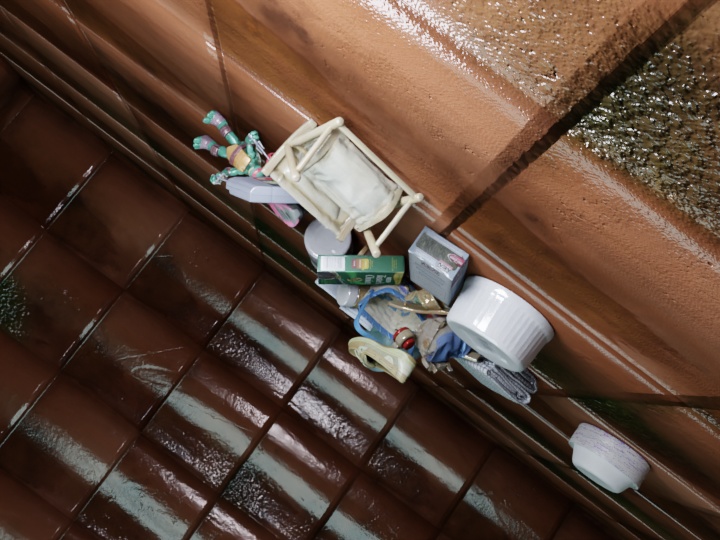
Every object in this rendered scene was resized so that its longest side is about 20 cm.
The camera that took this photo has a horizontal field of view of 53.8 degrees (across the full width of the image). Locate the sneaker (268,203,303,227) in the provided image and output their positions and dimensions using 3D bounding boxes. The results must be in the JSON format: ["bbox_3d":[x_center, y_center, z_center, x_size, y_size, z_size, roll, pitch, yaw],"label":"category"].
[{"bbox_3d":[-0.154,-0.161,1.593,0.079,0.095,0.200,60,172,-25],"label":"sneaker"}]

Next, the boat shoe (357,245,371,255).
[{"bbox_3d":[0.012,-0.006,1.791,0.070,0.071,0.200,38,170,0],"label":"boat shoe"}]

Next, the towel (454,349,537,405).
[{"bbox_3d":[0.332,0.240,1.780,0.200,0.086,0.165,41,171,-31],"label":"towel"}]

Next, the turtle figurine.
[{"bbox_3d":[-0.272,-0.249,1.542,0.200,0.150,0.101,42,-170,18],"label":"turtle figurine"}]

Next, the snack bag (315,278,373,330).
[{"bbox_3d":[-0.016,0.049,1.902,0.199,0.189,0.021,38,128,-1],"label":"snack bag"}]

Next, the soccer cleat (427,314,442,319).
[{"bbox_3d":[0.164,0.115,1.878,0.074,0.068,0.200,64,168,-12],"label":"soccer cleat"}]

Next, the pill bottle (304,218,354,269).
[{"bbox_3d":[-0.073,-0.053,1.749,0.114,0.114,0.200,35,170,10],"label":"pill bottle"}]

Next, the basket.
[{"bbox_3d":[0.074,0.112,1.733,0.176,0.201,0.139,40,139,-21],"label":"basket"}]

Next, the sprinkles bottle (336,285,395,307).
[{"bbox_3d":[0.037,0.073,1.846,0.199,0.069,0.068,12,-176,-31],"label":"sprinkles bottle"}]

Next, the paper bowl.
[{"bbox_3d":[0.630,0.492,1.829,0.200,0.105,0.201,35,171,6],"label":"paper bowl"}]

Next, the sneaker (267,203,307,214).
[{"bbox_3d":[-0.207,-0.181,1.762,0.199,0.074,0.081,31,171,40],"label":"sneaker"}]

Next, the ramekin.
[{"bbox_3d":[0.263,0.108,1.374,0.200,0.098,0.201,36,170,7],"label":"ramekin"}]

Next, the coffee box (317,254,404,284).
[{"bbox_3d":[0.000,0.000,1.634,0.198,0.044,0.123,0,165,-3],"label":"coffee box"}]

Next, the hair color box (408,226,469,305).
[{"bbox_3d":[0.149,-0.004,1.366,0.099,0.061,0.200,34,170,13],"label":"hair color box"}]

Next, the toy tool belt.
[{"bbox_3d":[0.182,0.176,1.640,0.199,0.125,0.123,-5,-135,-39],"label":"toy tool belt"}]

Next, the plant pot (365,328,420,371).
[{"bbox_3d":[0.092,0.202,2.185,0.200,0.199,0.135,14,129,65],"label":"plant pot"}]

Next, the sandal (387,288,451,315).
[{"bbox_3d":[0.171,0.067,1.629,0.210,0.070,0.078,14,-169,14],"label":"sandal"}]

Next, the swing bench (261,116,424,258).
[{"bbox_3d":[-0.035,-0.144,1.193,0.199,0.130,0.200,41,175,-24],"label":"swing bench"}]

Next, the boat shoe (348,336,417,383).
[{"bbox_3d":[0.039,0.206,1.635,0.200,0.063,0.073,14,152,41],"label":"boat shoe"}]

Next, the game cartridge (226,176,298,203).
[{"bbox_3d":[-0.160,-0.166,1.465,0.199,0.041,0.133,-5,-158,-36],"label":"game cartridge"}]
